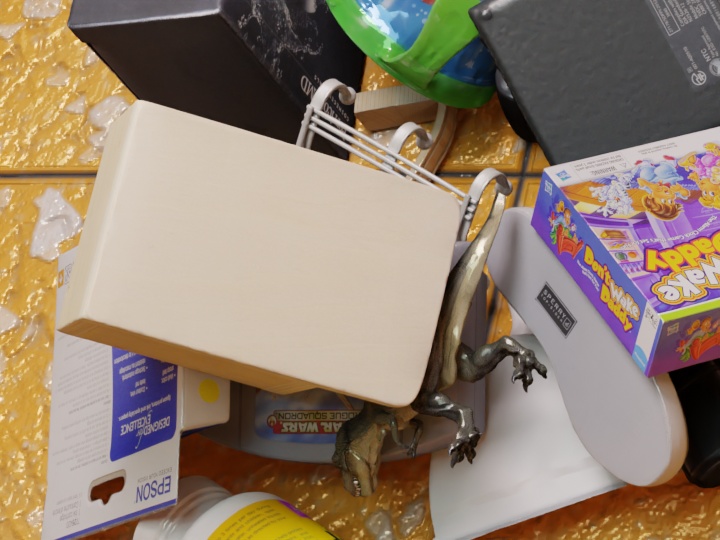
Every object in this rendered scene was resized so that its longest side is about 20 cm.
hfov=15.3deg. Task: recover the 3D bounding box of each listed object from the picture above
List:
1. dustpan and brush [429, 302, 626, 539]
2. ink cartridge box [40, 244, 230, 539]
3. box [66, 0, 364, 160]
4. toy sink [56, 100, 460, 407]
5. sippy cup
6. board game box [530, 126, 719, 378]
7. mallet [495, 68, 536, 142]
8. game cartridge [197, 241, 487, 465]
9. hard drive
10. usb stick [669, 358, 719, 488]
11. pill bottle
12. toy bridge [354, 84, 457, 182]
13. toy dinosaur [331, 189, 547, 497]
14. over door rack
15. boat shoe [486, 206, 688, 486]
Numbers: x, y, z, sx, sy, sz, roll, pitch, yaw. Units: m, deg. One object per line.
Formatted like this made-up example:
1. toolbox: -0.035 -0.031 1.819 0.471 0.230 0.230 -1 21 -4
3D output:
1. dustpan and brush: 0.100 0.064 1.631 0.139 0.057 0.201 -22 61 24
2. ink cartridge box: -0.141 0.066 1.689 0.197 0.047 0.201 -23 64 56
3. box: -0.082 -0.198 1.780 0.117 0.197 0.201 -3 62 26
4. toy sink: -0.060 -0.003 1.560 0.199 0.112 0.131 15 81 -12
5. sippy cup: 0.066 -0.195 1.710 0.130 0.139 0.178 -50 48 28
6. board game box: 0.218 -0.021 1.543 0.199 0.045 0.135 -14 48 -25
7. mallet: 0.173 -0.152 1.698 0.200 0.066 0.041 -33 63 7
8. game cartridge: -0.016 0.051 1.635 0.199 0.041 0.134 -2 80 32
9. hard drive: 0.183 -0.142 1.600 0.200 0.033 0.140 -28 92 4
10. usb stick: 0.179 0.044 1.605 0.055 0.033 0.200 -38 52 13
11. pill bottle: -0.045 0.198 1.592 0.200 0.104 0.104 31 80 37
12. toy bridge: 0.031 -0.110 1.775 0.067 0.027 0.201 -9 59 24
13. toy dinosaur: 0.052 0.058 1.548 0.088 0.047 0.200 38 101 34
14. over door rack: 0.000 0.000 1.689 0.148 0.067 0.201 31 102 31
15. boat shoe: 0.142 0.039 1.552 0.069 0.056 0.200 -53 51 32
